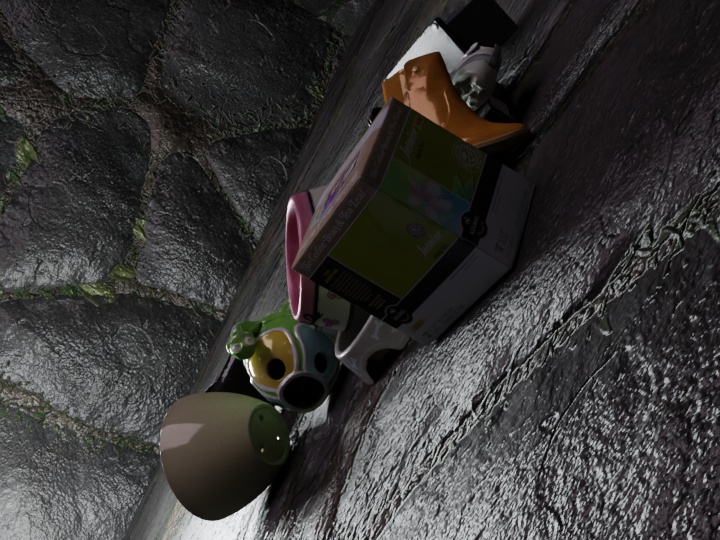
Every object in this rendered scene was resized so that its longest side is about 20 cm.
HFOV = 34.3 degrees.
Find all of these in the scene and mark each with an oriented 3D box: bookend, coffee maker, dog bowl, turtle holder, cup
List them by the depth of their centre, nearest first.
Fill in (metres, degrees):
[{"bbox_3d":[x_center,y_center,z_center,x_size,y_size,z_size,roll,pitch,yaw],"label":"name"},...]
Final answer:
[{"bbox_3d":[-0.056,-0.018,1.568,0.200,0.072,0.204,178,90,-79],"label":"dog bowl"},{"bbox_3d":[0.030,0.051,1.574,0.202,0.058,0.201,-59,12,20],"label":"dog bowl"},{"bbox_3d":[0.157,-0.342,1.703,0.199,0.092,0.200,-46,3,-24],"label":"bookend"},{"bbox_3d":[-0.107,0.129,1.733,0.139,0.187,0.132,-26,37,0],"label":"turtle holder"},{"bbox_3d":[-0.195,0.274,1.819,0.142,0.201,0.202,-22,32,31],"label":"cup"},{"bbox_3d":[-0.194,0.213,2.060,0.202,0.133,0.192,-64,13,-20],"label":"coffee maker"}]

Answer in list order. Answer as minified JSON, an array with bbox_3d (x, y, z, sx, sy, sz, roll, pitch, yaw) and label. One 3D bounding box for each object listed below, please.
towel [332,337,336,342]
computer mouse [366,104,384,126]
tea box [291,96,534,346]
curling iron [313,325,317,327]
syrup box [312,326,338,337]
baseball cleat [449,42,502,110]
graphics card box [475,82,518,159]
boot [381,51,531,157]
[{"bbox_3d":[-0.071,0.121,1.866,0.085,0.018,0.201,-11,-34,-45],"label":"towel"},{"bbox_3d":[0.025,-0.136,1.702,0.202,0.109,0.044,-63,-12,14],"label":"computer mouse"},{"bbox_3d":[0.056,-0.050,1.322,0.200,0.195,0.135,-48,17,51],"label":"tea box"},{"bbox_3d":[-0.077,0.039,1.737,0.201,0.025,0.050,-104,30,-68],"label":"curling iron"},{"bbox_3d":[0.000,0.000,1.702,0.079,0.080,0.202,-91,21,-55],"label":"syrup box"},{"bbox_3d":[0.128,-0.234,1.563,0.199,0.070,0.107,-28,26,52],"label":"baseball cleat"},{"bbox_3d":[0.155,-0.186,1.589,0.126,0.050,0.201,-58,12,21],"label":"graphics card box"},{"bbox_3d":[0.113,-0.206,1.459,0.199,0.070,0.147,-14,80,33],"label":"boot"}]
